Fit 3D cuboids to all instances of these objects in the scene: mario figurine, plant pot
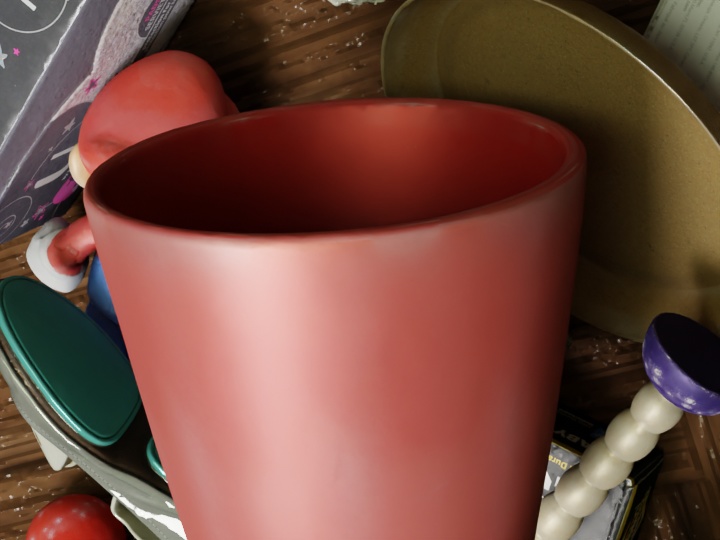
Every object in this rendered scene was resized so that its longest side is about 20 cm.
[{"bbox_3d":[-0.095,-0.018,1.063,0.106,0.123,0.201,-126,39,-51],"label":"mario figurine"},{"bbox_3d":[0.094,-0.049,0.913,0.200,0.027,0.200,33,152,20],"label":"plant pot"},{"bbox_3d":[-0.004,0.039,0.869,0.200,0.200,0.178,6,112,28],"label":"plant pot"}]

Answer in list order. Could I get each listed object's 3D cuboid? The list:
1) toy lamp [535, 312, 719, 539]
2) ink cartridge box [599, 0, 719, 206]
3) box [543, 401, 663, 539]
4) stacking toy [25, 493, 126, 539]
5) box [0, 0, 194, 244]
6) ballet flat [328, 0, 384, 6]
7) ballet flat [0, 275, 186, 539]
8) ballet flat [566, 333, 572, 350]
[{"bbox_3d":[0.088,0.105,0.939,0.058,0.058,0.200,42,118,13],"label":"toy lamp"},{"bbox_3d":[0.210,-0.057,0.884,0.200,0.050,0.109,34,118,17],"label":"ink cartridge box"},{"bbox_3d":[0.031,0.121,1.036,0.199,0.049,0.160,26,113,21],"label":"box"},{"bbox_3d":[-0.111,0.205,1.124,0.085,0.085,0.200,-40,78,31],"label":"stacking toy"},{"bbox_3d":[-0.171,-0.115,1.035,0.115,0.132,0.200,42,120,9],"label":"box"},{"bbox_3d":[0.041,-0.171,0.939,0.199,0.072,0.072,-21,93,33],"label":"ballet flat"},{"bbox_3d":[-0.116,0.088,1.024,0.200,0.067,0.064,41,126,-5],"label":"ballet flat"},{"bbox_3d":[0.000,0.000,0.983,0.199,0.068,0.076,3,85,0],"label":"ballet flat"}]
